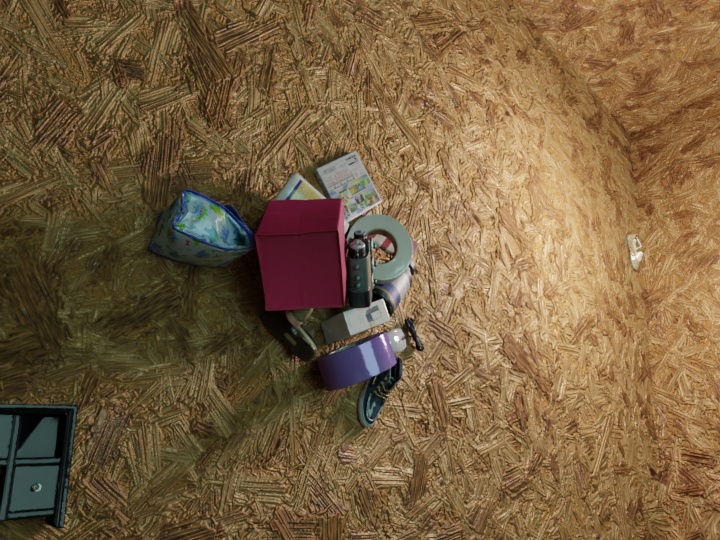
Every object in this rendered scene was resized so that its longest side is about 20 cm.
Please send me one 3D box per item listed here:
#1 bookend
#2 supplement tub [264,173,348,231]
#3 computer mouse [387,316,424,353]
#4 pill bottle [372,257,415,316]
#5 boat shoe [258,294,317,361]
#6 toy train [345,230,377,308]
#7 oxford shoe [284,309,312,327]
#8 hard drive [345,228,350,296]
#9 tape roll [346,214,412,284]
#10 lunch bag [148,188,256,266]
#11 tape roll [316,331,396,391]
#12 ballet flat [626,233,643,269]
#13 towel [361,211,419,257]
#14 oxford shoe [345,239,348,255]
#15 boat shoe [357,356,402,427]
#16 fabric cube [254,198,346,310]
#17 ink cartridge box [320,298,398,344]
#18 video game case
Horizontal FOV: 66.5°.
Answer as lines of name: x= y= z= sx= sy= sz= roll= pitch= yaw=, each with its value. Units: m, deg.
bookend: x=-0.604 y=0.332 z=0.931 sx=0.196 sy=0.091 sz=0.204 roll=13 pitch=66 yaw=-37
supplement tub: x=-0.142 y=-0.141 z=1.465 sx=0.199 sy=0.145 sz=0.147 roll=40 pitch=52 yaw=-12
computer mouse: x=0.113 y=0.212 z=1.647 sx=0.197 sy=0.043 sz=0.112 roll=-15 pitch=86 yaw=-44
pill bottle: x=0.088 y=0.042 z=1.641 sx=0.113 sy=0.111 sz=0.201 roll=51 pitch=47 yaw=-14
boat shoe: x=-0.184 y=0.141 z=1.404 sx=0.204 sy=0.074 sz=0.075 roll=54 pitch=16 yaw=-5
toy train: x=0.000 y=0.000 z=1.453 sx=0.115 sy=0.083 sz=0.205 roll=-77 pitch=167 yaw=-61
oxford shoe: x=-0.140 y=0.075 z=1.400 sx=0.071 sy=0.073 sz=0.201 roll=50 pitch=13 yaw=-20
hard drive: x=-0.057 y=-0.027 z=1.585 sx=0.133 sy=0.042 sz=0.205 roll=17 pitch=64 yaw=-37
tape roll: x=0.053 y=-0.064 z=1.579 sx=0.197 sy=0.037 sz=0.208 roll=3 pitch=70 yaw=-9
lunch bag: x=-0.353 y=-0.079 z=1.254 sx=0.197 sy=0.168 sz=0.130 roll=27 pitch=61 yaw=-30
tape roll: x=-0.010 y=0.233 z=1.422 sx=0.197 sy=0.198 sz=0.087 roll=-19 pitch=86 yaw=-43
ballet flat: x=1.491 y=-0.107 z=2.976 sx=0.069 sy=0.065 sz=0.206 roll=8 pitch=69 yaw=-39
towel: x=0.078 y=-0.097 z=1.668 sx=0.197 sy=0.023 sz=0.144 roll=33 pitch=32 yaw=4
oxford shoe: x=-0.084 y=0.002 z=1.481 sx=0.070 sy=0.071 sz=0.204 roll=21 pitch=72 yaw=1
boat shoe: x=0.056 y=0.330 z=1.521 sx=0.070 sy=0.090 sz=0.204 roll=35 pitch=54 yaw=-26
fabric cube: x=-0.135 y=-0.042 z=1.318 sx=0.201 sy=0.194 sz=0.201 roll=-89 pitch=177 yaw=-62
ink cartridge box: x=0.000 y=0.136 z=1.524 sx=0.197 sy=0.116 sz=0.069 roll=-15 pitch=82 yaw=-43
video game case: x=-0.035 y=-0.259 z=1.704 sx=0.199 sy=0.022 sz=0.185 roll=-35 pitch=98 yaw=-44
